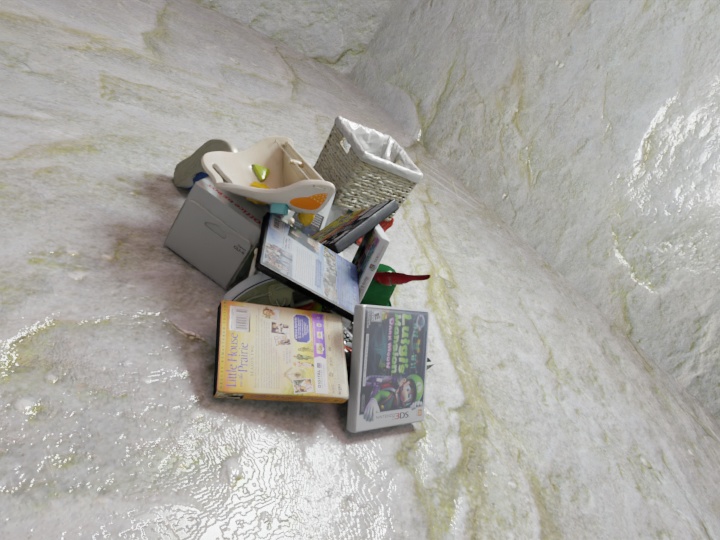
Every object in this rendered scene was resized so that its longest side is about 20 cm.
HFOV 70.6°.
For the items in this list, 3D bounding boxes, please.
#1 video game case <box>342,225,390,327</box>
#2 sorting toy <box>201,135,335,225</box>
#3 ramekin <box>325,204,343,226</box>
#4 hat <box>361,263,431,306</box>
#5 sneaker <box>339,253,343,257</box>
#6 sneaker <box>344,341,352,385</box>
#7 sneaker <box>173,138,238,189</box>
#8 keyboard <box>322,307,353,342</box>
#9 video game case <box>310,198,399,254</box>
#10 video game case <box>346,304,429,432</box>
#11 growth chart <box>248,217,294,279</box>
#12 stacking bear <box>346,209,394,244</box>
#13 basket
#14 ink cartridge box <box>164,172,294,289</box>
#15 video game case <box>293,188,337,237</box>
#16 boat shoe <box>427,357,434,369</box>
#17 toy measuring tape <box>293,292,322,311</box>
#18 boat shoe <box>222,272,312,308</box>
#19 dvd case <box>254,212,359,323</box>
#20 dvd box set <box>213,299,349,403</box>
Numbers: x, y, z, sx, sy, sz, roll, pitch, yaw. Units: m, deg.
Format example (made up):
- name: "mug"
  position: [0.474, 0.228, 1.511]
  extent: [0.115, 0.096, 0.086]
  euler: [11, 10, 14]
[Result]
- name: "video game case"
  position: [0.000, 0.000, 1.012]
  extent: [0.024, 0.182, 0.200]
  euler: [24, 11, -9]
- name: "sorting toy"
  position: [-0.174, -0.159, 0.879]
  extent: [0.180, 0.107, 0.200]
  euler: [3, 32, -35]
- name: "ramekin"
  position: [-0.137, -0.176, 1.291]
  extent: [0.200, 0.105, 0.200]
  euler: [30, 25, -15]
- name: "hat"
  position: [0.057, -0.007, 1.163]
  extent: [0.200, 0.176, 0.166]
  euler: [42, 25, 11]
- name: "sneaker"
  position: [-0.071, -0.013, 1.135]
  extent: [0.081, 0.077, 0.200]
  euler: [35, 34, -2]
- name: "sneaker"
  position: [-0.076, 0.144, 0.852]
  extent: [0.200, 0.077, 0.082]
  euler: [22, 52, -1]
- name: "sneaker"
  position: [-0.292, -0.211, 1.065]
  extent: [0.111, 0.200, 0.077]
  euler: [8, 72, -49]
- name: "keyboard"
  position: [-0.046, 0.111, 1.011]
  extent: [0.200, 0.021, 0.127]
  euler: [49, 27, 23]
- name: "video game case"
  position: [-0.041, -0.077, 1.053]
  extent: [0.200, 0.181, 0.026]
  euler: [-40, 109, -38]
- name: "video game case"
  position: [0.053, 0.163, 0.868]
  extent: [0.023, 0.200, 0.182]
  euler: [-2, -8, 43]
- name: "growth chart"
  position: [-0.168, -0.025, 0.946]
  extent: [0.018, 0.145, 0.200]
  euler: [24, 27, 1]
- name: "stacking bear"
  position: [0.013, -0.163, 1.466]
  extent: [0.114, 0.122, 0.200]
  euler: [17, 27, -16]
- name: "basket"
  position: [0.015, -0.256, 1.298]
  extent: [0.200, 0.161, 0.198]
  euler: [11, 35, -36]
- name: "ink cartridge box"
  position: [-0.236, -0.091, 0.959]
  extent: [0.145, 0.145, 0.200]
  euler: [37, 24, -2]
- name: "video game case"
  position: [-0.167, -0.149, 1.154]
  extent: [0.200, 0.182, 0.023]
  euler: [24, -15, -26]
- name: "boat shoe"
  position: [0.068, 0.180, 0.973]
  extent: [0.200, 0.076, 0.060]
  euler: [4, 50, -52]
- name: "toy measuring tape"
  position: [-0.078, 0.087, 0.943]
  extent: [0.200, 0.074, 0.074]
  euler: [41, 25, 12]
- name: "boat shoe"
  position: [-0.134, 0.037, 0.878]
  extent: [0.200, 0.072, 0.062]
  euler: [-20, 53, -21]
- name: "dvd case"
  position: [-0.083, -0.005, 0.856]
  extent: [0.200, 0.018, 0.143]
  euler: [32, 31, -26]
- name: "dvd box set"
  position: [-0.118, 0.125, 0.774]
  extent: [0.200, 0.029, 0.146]
  euler: [9, 55, -25]
